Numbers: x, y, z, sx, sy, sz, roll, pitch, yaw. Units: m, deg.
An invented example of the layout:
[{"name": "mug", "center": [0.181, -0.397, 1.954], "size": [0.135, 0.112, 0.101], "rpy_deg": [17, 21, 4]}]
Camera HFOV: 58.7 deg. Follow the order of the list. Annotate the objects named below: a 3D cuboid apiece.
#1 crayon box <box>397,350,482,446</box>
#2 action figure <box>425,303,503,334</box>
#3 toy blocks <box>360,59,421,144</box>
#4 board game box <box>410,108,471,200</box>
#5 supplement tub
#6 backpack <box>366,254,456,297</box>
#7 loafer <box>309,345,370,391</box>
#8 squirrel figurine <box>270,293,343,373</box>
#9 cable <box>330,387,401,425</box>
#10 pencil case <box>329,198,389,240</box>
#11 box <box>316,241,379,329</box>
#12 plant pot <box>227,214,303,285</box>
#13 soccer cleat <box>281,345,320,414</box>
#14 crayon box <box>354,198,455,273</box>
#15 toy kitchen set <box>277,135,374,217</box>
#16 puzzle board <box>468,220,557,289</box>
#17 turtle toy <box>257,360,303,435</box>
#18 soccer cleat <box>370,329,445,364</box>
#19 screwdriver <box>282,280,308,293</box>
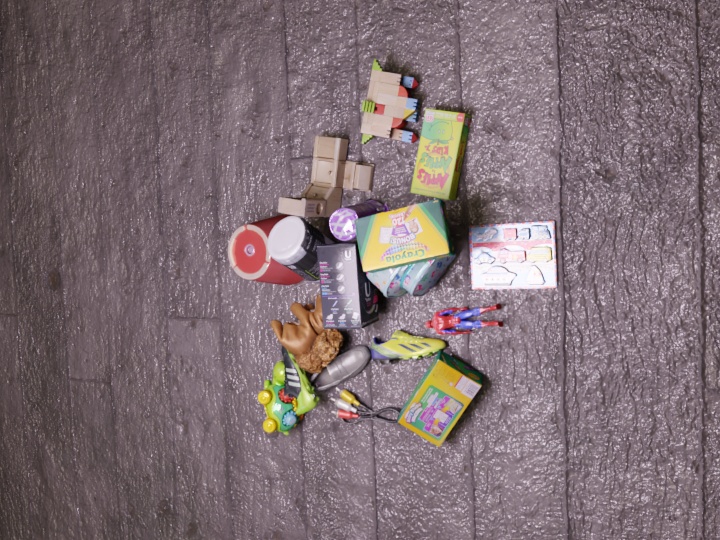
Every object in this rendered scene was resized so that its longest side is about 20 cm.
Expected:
[{"name": "crayon box", "center": [0.189, 0.307, 1.530], "size": [0.118, 0.058, 0.201], "rpy_deg": [31, 110, 2]}, {"name": "action figure", "center": [0.241, 0.119, 1.522], "size": [0.199, 0.052, 0.066], "rpy_deg": [-10, 83, 34]}, {"name": "toy blocks", "center": [0.084, -0.397, 1.557], "size": [0.136, 0.100, 0.201], "rpy_deg": [14, 101, 16]}, {"name": "board game box", "center": [0.190, -0.275, 1.521], "size": [0.101, 0.048, 0.201], "rpy_deg": [15, 101, 27]}, {"name": "supplement tub", "center": [-0.130, -0.044, 1.612], "size": [0.122, 0.200, 0.123], "rpy_deg": [-14, 60, 27]}, {"name": "backpack", "center": [0.117, -0.022, 1.506], "size": [0.200, 0.177, 0.151], "rpy_deg": [-46, 71, 16]}, {"name": "loafer", "center": [-0.057, 0.263, 1.685], "size": [0.200, 0.070, 0.070], "rpy_deg": [-39, 75, 25]}, {"name": "squirrel figurine", "center": [-0.104, 0.158, 1.670], "size": [0.186, 0.141, 0.200], "rpy_deg": [-37, 58, 9]}, {"name": "cable", "center": [0.011, 0.377, 1.666], "size": [0.199, 0.050, 0.098], "rpy_deg": [16, 102, 28]}, {"name": "pencil case", "center": [0.000, -0.124, 1.558], "size": [0.085, 0.200, 0.084], "rpy_deg": [-18, 95, 27]}, {"name": "box", "center": [-0.028, 0.033, 1.545], "size": [0.105, 0.122, 0.201], "rpy_deg": [-2, 96, 22]}, {"name": "plant pot", "center": [-0.243, -0.053, 1.705], "size": [0.199, 0.177, 0.202], "rpy_deg": [2, 94, 29]}, {"name": "soccer cleat", "center": [-0.177, 0.284, 1.689], "size": [0.081, 0.067, 0.201], "rpy_deg": [-35, 59, 11]}, {"name": "crayon box", "center": [0.095, -0.072, 1.391], "size": [0.199, 0.058, 0.120], "rpy_deg": [-13, 82, 19]}, {"name": "toy kitchen set", "center": [-0.079, -0.232, 1.599], "size": [0.162, 0.180, 0.201], "rpy_deg": [12, 100, 26]}, {"name": "puzzle board", "center": [0.347, -0.033, 1.470], "size": [0.199, 0.017, 0.152], "rpy_deg": [-2, 93, 30]}, {"name": "turtle toy", "center": [-0.211, 0.349, 1.749], "size": [0.100, 0.146, 0.201], "rpy_deg": [-11, 85, 9]}, {"name": "soccer cleat", "center": [0.114, 0.184, 1.590], "size": [0.199, 0.065, 0.084], "rpy_deg": [-13, 76, 27]}, {"name": "screwdriver", "center": [-0.134, 0.026, 1.739], "size": [0.199, 0.029, 0.028], "rpy_deg": [-25, 82, 32]}]
